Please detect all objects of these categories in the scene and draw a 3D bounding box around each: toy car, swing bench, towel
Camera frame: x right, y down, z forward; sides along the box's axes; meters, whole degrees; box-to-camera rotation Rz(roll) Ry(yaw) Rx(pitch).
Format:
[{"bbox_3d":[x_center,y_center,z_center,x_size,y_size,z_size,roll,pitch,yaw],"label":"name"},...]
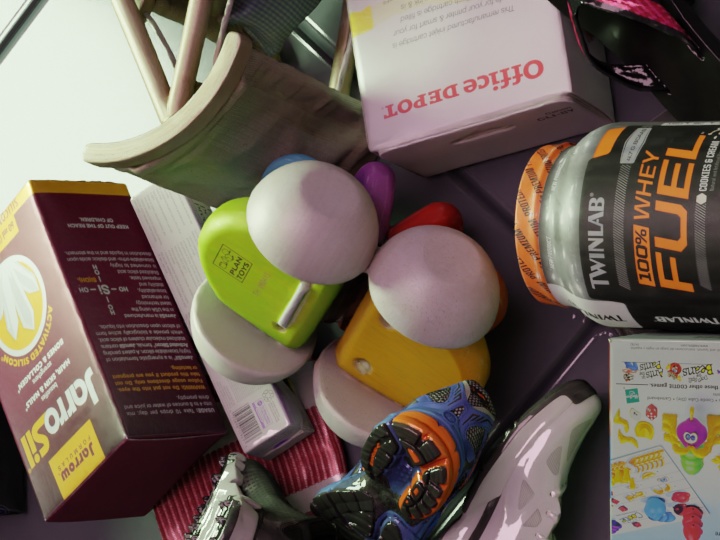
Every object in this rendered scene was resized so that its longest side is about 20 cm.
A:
[{"bbox_3d":[0.000,0.000,1.675,0.200,0.175,0.150,27,49,-3],"label":"toy car"},{"bbox_3d":[-0.077,-0.147,1.721,0.129,0.199,0.201,-13,74,26],"label":"swing bench"},{"bbox_3d":[-0.088,0.089,1.782,0.144,0.023,0.201,-25,70,21],"label":"towel"}]

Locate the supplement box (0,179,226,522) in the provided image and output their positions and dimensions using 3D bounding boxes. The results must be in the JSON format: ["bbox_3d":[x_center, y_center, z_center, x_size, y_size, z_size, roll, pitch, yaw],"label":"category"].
[{"bbox_3d":[-0.181,0.053,1.765,0.110,0.085,0.200,-44,59,38],"label":"supplement box"}]

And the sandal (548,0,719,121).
[{"bbox_3d":[0.165,-0.139,1.590,0.200,0.045,0.075,45,140,10],"label":"sandal"}]

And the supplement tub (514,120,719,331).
[{"bbox_3d":[0.198,-0.026,1.544,0.199,0.122,0.123,0,80,29],"label":"supplement tub"}]

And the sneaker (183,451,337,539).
[{"bbox_3d":[-0.057,0.167,1.658,0.090,0.200,0.067,26,95,-7],"label":"sneaker"}]

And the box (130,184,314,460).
[{"bbox_3d":[-0.091,0.029,1.761,0.041,0.039,0.200,-33,68,16],"label":"box"}]

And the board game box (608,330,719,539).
[{"bbox_3d":[0.209,0.136,1.537,0.105,0.103,0.201,1,93,29],"label":"board game box"}]

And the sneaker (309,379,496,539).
[{"bbox_3d":[0.033,0.130,1.642,0.075,0.078,0.200,50,148,6],"label":"sneaker"}]

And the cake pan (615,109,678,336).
[{"bbox_3d":[0.228,-0.022,1.620,0.200,0.037,0.201,-6,77,27],"label":"cake pan"}]

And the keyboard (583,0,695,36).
[{"bbox_3d":[0.157,-0.243,1.686,0.104,0.040,0.201,-12,80,-17],"label":"keyboard"}]

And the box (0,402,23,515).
[{"bbox_3d":[-0.308,0.069,1.848,0.106,0.122,0.201,-9,75,27],"label":"box"}]

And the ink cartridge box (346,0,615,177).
[{"bbox_3d":[0.071,-0.175,1.711,0.145,0.083,0.201,-15,72,25],"label":"ink cartridge box"}]

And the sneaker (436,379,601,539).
[{"bbox_3d":[0.114,0.172,1.636,0.115,0.076,0.201,36,100,17],"label":"sneaker"}]
